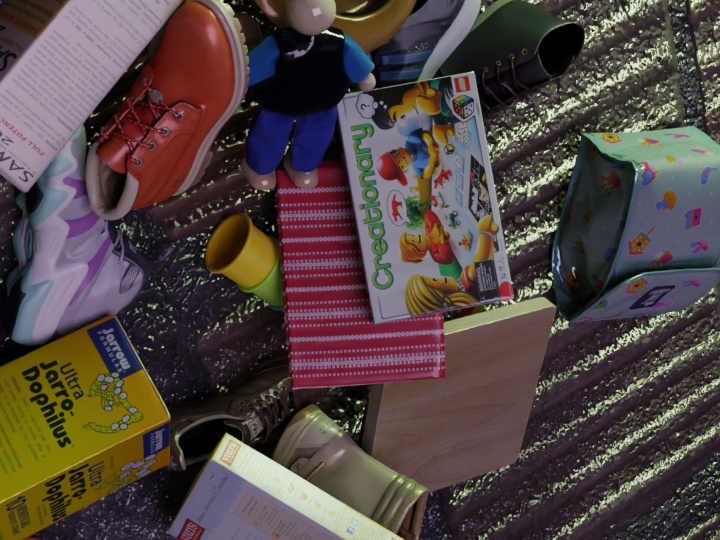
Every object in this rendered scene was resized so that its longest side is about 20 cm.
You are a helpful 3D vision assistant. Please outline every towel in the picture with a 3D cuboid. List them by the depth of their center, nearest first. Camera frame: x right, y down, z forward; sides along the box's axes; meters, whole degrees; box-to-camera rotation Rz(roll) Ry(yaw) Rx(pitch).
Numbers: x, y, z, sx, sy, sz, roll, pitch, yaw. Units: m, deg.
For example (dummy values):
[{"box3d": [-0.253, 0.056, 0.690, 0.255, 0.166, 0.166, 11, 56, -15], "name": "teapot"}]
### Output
[{"box3d": [0.000, 0.000, 1.214, 0.143, 0.022, 0.203, -4, 87, -2], "name": "towel"}]

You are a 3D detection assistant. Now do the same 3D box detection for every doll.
[{"box3d": [-0.056, -0.148, 1.115, 0.135, 0.049, 0.201, -3, 142, -18], "name": "doll"}]

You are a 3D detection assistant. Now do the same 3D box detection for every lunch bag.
[{"box3d": [0.297, -0.037, 1.420, 0.169, 0.122, 0.202, -6, 117, -31], "name": "lunch bag"}]

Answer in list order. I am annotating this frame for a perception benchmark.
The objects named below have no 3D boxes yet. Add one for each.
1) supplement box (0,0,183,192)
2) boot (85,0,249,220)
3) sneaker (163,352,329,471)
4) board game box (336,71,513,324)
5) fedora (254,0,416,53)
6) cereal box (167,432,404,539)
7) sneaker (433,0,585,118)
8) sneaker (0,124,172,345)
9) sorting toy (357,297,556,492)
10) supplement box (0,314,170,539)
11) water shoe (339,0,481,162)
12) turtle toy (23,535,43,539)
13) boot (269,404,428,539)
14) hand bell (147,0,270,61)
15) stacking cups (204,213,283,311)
[{"box3d": [-0.239, -0.172, 1.053, 0.073, 0.126, 0.201, 42, 83, -34], "name": "supplement box"}, {"box3d": [-0.153, -0.121, 1.054, 0.107, 0.075, 0.201, -34, 157, -46], "name": "boot"}, {"box3d": [-0.102, 0.140, 1.269, 0.198, 0.075, 0.071, -23, 117, -22], "name": "sneaker"}, {"box3d": [0.055, -0.063, 1.190, 0.125, 0.035, 0.203, -10, 89, -3], "name": "board game box"}, {"box3d": [-0.039, -0.275, 1.152, 0.199, 0.081, 0.203, -2, 94, -34], "name": "fedora"}, {"box3d": [-0.065, 0.241, 1.219, 0.199, 0.144, 0.040, 32, 47, -2], "name": "cereal box"}, {"box3d": [0.115, -0.174, 1.272, 0.200, 0.106, 0.075, -50, 124, -7], "name": "sneaker"}, {"box3d": [-0.220, -0.032, 1.148, 0.138, 0.078, 0.202, 3, 114, -33], "name": "sneaker"}, {"box3d": [0.078, 0.118, 1.343, 0.198, 0.070, 0.201, -13, 128, -31], "name": "sorting toy"}, {"box3d": [-0.268, 0.142, 1.128, 0.198, 0.110, 0.109, -26, 159, -20], "name": "supplement box"}, {"box3d": [0.026, -0.192, 1.235, 0.079, 0.071, 0.201, 32, 94, -27], "name": "water shoe"}, {"box3d": [-0.319, 0.295, 1.143, 0.198, 0.146, 0.102, -16, 134, -25], "name": "turtle toy"}, {"box3d": [-0.029, 0.248, 1.288, 0.073, 0.155, 0.202, -17, 135, -62], "name": "boot"}, {"box3d": [-0.075, -0.194, 1.182, 0.198, 0.104, 0.105, -8, 111, -42], "name": "hand bell"}, {"box3d": [-0.054, 0.017, 1.272, 0.199, 0.060, 0.061, 33, 89, -38], "name": "stacking cups"}]
